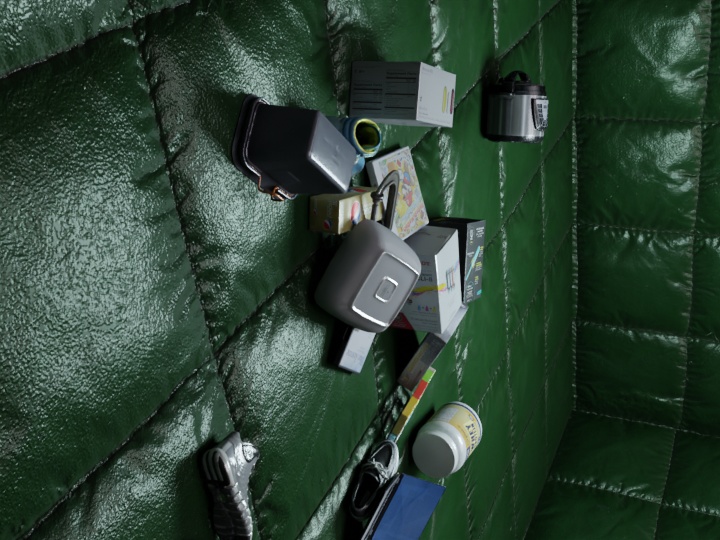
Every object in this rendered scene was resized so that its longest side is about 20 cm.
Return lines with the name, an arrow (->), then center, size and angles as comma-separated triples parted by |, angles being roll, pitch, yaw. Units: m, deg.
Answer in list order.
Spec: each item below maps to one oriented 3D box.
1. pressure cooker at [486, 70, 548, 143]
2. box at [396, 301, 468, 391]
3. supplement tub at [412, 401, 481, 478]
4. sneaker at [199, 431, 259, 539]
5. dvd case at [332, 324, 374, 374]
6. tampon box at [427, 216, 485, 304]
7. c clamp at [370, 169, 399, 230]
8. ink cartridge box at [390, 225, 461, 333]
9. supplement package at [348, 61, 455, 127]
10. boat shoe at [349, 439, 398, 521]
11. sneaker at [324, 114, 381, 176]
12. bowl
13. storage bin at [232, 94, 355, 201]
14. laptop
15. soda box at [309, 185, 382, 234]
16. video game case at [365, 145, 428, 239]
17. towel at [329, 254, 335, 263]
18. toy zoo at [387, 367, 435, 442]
pressure cooker -> 0.450, -0.473, 2.441 | 0.176, 0.174, 0.205 | -140, -130, -74
box -> 0.175, 0.179, 2.054 | 0.159, 0.048, 0.201 | -50, 172, -48
supplement tub -> 0.229, 0.450, 2.238 | 0.199, 0.142, 0.148 | -29, 123, -59
sneaker -> -0.196, 0.358, 1.403 | 0.116, 0.073, 0.204 | -47, 136, -54
dvd case -> 0.007, 0.115, 1.772 | 0.204, 0.017, 0.143 | -68, 159, -5
tampon box -> 0.234, -0.029, 2.147 | 0.149, 0.124, 0.205 | -13, 108, -63
c clamp -> 0.036, -0.094, 1.673 | 0.170, 0.027, 0.204 | -34, 140, -56
ink cartridge box -> 0.141, 0.015, 1.941 | 0.145, 0.142, 0.204 | -45, 134, -52
supplement package -> 0.090, -0.358, 1.726 | 0.199, 0.153, 0.114 | -11, 106, -63
boat shoe -> 0.030, 0.461, 1.904 | 0.200, 0.073, 0.069 | -54, 157, -31
sneaker -> -0.006, -0.227, 1.588 | 0.200, 0.128, 0.081 | 32, 67, -63
bowl -> 0.029, 0.023, 1.640 | 0.199, 0.074, 0.202 | 32, 90, -46
storage bin -> -0.102, -0.187, 1.393 | 0.200, 0.132, 0.149 | 36, 64, -60
laptop -> 0.087, 0.574, 1.926 | 0.190, 0.114, 0.200 | -65, 167, 13
soda box -> -0.025, -0.120, 1.645 | 0.199, 0.066, 0.066 | -23, 118, -62
video game case -> 0.085, -0.167, 1.859 | 0.199, 0.022, 0.186 | -34, 110, -59
towel -> 0.000, 0.000, 1.752 | 0.199, 0.048, 0.114 | -32, 125, -59
toy zoo -> 0.117, 0.340, 2.045 | 0.201, 0.020, 0.132 | -53, 168, -44
